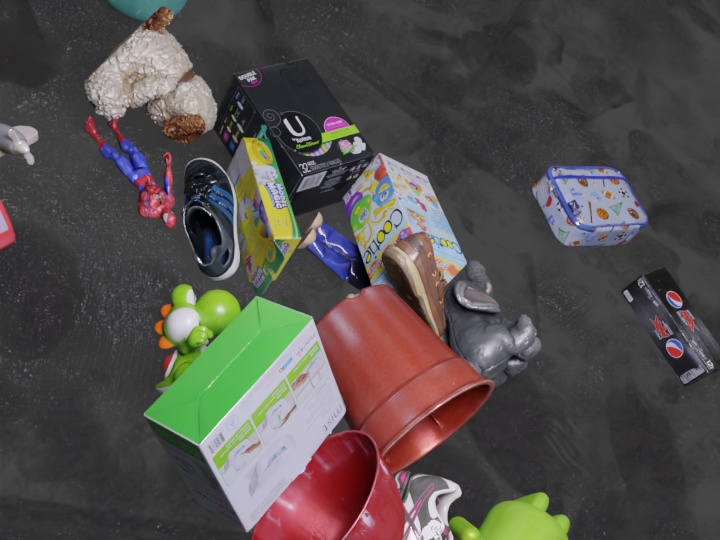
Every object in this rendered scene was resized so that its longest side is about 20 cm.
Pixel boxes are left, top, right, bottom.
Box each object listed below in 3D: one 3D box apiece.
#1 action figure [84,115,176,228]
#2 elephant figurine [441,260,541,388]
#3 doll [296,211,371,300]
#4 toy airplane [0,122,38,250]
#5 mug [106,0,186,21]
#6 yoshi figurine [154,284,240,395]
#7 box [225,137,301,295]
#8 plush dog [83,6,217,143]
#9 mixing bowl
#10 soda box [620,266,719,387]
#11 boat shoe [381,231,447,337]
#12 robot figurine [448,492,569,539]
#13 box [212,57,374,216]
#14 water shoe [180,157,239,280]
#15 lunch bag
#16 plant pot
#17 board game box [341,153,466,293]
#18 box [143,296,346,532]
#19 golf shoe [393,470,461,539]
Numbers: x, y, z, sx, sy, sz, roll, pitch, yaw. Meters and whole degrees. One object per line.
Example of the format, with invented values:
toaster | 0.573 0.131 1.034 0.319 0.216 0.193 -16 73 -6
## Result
action figure | -0.308 -0.152 1.274 0.065 0.099 0.200 -26 76 -38
elephant figurine | 0.163 0.072 1.368 0.141 0.155 0.200 -38 63 3
doll | 0.000 0.000 1.363 0.200 0.048 0.137 34 39 -12
toy airplane | -0.508 -0.128 1.115 0.199 0.141 0.200 14 53 -19
mug | -0.351 -0.488 1.466 0.152 0.114 0.185 -7 62 -31
yoshi figurine | -0.192 0.100 1.158 0.112 0.112 0.200 8 53 -33
box | -0.140 -0.075 1.294 0.048 0.117 0.200 -2 60 -28
plush dog | -0.277 -0.268 1.318 0.172 0.160 0.200 46 19 -21
mixing bowl | -0.020 0.300 1.070 0.108 0.200 0.200 44 46 -22
soda box | 0.545 0.096 1.582 0.071 0.063 0.200 -15 67 -36
boat shoe | 0.090 0.025 1.252 0.068 0.200 0.072 -41 50 -15
robot figurine | 0.192 0.378 1.162 0.176 0.116 0.200 47 49 -7
box | -0.106 -0.202 1.394 0.148 0.124 0.200 -21 69 -37
water shoe | -0.213 -0.085 1.273 0.071 0.079 0.200 -21 64 6
lunch bag | 0.414 -0.123 1.657 0.199 0.076 0.161 -1 57 -30
plant pot | 0.038 0.136 1.206 0.200 0.201 0.195 -21 63 -37
board game box | 0.061 -0.060 1.357 0.105 0.103 0.200 22 33 -34
box | -0.124 0.167 1.064 0.097 0.177 0.200 20 54 33
golf shoe | 0.064 0.338 1.126 0.077 0.088 0.200 60 36 -41
